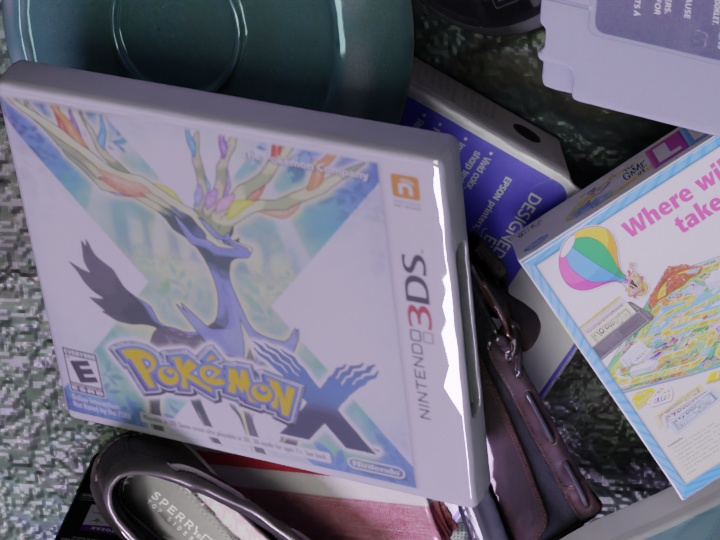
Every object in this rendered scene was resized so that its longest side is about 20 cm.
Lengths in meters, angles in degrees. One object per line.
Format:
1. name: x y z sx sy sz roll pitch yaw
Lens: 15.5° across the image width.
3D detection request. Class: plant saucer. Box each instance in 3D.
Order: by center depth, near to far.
1. plant saucer: -0.073 -0.104 1.120 0.200 0.027 0.200 8 110 24

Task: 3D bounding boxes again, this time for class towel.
1. towel: -0.044 0.045 1.167 0.144 0.023 0.200 3 130 26

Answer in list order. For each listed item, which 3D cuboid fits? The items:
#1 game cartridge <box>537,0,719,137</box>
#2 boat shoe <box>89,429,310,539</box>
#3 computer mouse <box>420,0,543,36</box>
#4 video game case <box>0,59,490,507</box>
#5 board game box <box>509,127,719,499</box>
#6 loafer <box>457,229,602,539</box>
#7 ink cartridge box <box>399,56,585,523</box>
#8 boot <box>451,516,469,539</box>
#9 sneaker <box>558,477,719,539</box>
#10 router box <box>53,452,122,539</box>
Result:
1. game cartridge: 0.135 -0.148 0.979 0.133 0.041 0.200 19 120 30
2. boat shoe: -0.040 0.146 1.184 0.200 0.057 0.067 39 96 -6
3. computer mouse: 0.103 -0.151 1.055 0.200 0.053 0.139 -13 103 37
4. video game case: -0.047 0.007 1.099 0.200 0.022 0.182 11 131 23
5. board game box: 0.183 -0.011 1.119 0.200 0.034 0.135 -33 108 7
6. loafer: 0.055 0.037 1.142 0.063 0.072 0.200 -18 120 -2
7. ink cartridge box: 0.000 0.000 1.187 0.200 0.043 0.198 31 118 -4
8. boot: 0.001 0.176 1.254 0.200 0.090 0.073 -39 104 26
9. sneaker: 0.135 0.150 1.175 0.200 0.082 0.074 -31 148 0
10. router box: -0.123 0.211 1.264 0.051 0.149 0.200 7 118 7
